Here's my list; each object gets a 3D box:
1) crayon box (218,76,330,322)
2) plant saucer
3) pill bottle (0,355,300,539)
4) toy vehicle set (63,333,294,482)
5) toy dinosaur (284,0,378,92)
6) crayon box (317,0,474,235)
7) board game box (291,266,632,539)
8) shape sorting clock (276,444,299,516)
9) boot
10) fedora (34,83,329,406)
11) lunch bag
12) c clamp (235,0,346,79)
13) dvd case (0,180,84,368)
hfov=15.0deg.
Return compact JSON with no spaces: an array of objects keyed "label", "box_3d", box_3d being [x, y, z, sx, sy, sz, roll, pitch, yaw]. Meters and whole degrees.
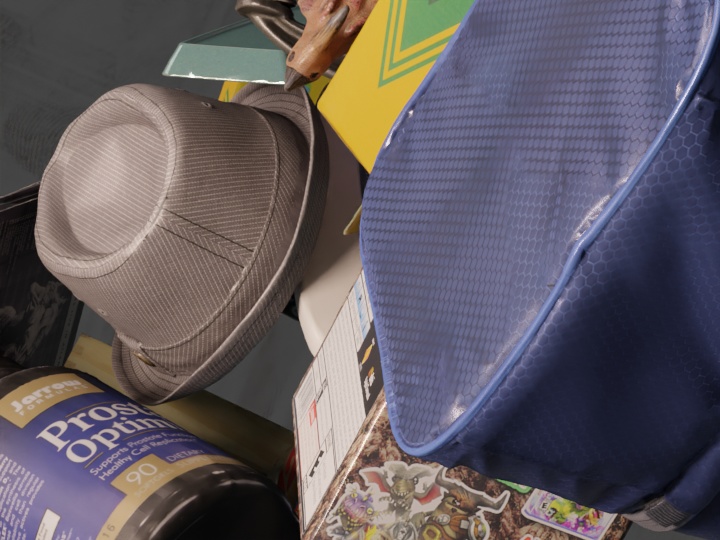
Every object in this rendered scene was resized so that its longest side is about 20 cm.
[{"label":"crayon box","box_3d":[-0.023,-0.055,1.509,0.051,0.127,0.200,-57,11,38]},{"label":"plant saucer","box_3d":[-0.029,-0.121,1.405,0.200,0.070,0.019,-30,-57,-66]},{"label":"pill bottle","box_3d":[-0.127,0.110,1.261,0.200,0.112,0.112,26,90,43]},{"label":"toy vehicle set","box_3d":[-0.114,0.115,1.477,0.200,0.124,0.027,116,180,-58]},{"label":"toy dinosaur","box_3d":[0.010,-0.177,1.231,0.136,0.086,0.200,50,-140,-89]},{"label":"crayon box","box_3d":[0.066,-0.109,1.182,0.126,0.052,0.200,-12,-36,-43]},{"label":"board game box","box_3d":[0.063,0.008,0.969,0.200,0.097,0.159,-62,10,14]},{"label":"shape sorting clock","box_3d":[-0.026,0.134,1.297,0.200,0.039,0.200,-62,10,19]},{"label":"boot","box_3d":[0.000,0.000,1.349,0.200,0.073,0.090,-86,6,-46]},{"label":"fedora","box_3d":[-0.099,-0.030,1.330,0.177,0.090,0.200,-59,27,7]},{"label":"lunch bag","box_3d":[0.095,-0.017,0.771,0.200,0.132,0.136,-56,28,35]},{"label":"c clamp","box_3d":[-0.007,-0.184,1.321,0.027,0.171,0.200,102,176,-78]},{"label":"dvd case","box_3d":[-0.188,0.030,1.379,0.200,0.016,0.149,-27,-44,-66]}]
